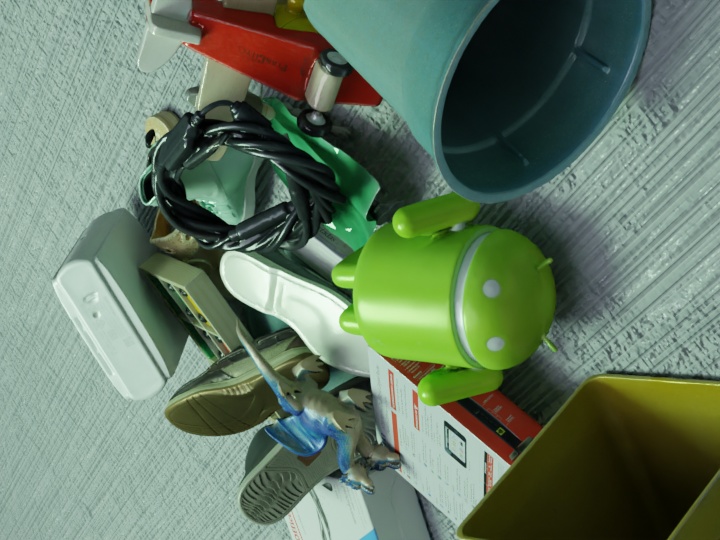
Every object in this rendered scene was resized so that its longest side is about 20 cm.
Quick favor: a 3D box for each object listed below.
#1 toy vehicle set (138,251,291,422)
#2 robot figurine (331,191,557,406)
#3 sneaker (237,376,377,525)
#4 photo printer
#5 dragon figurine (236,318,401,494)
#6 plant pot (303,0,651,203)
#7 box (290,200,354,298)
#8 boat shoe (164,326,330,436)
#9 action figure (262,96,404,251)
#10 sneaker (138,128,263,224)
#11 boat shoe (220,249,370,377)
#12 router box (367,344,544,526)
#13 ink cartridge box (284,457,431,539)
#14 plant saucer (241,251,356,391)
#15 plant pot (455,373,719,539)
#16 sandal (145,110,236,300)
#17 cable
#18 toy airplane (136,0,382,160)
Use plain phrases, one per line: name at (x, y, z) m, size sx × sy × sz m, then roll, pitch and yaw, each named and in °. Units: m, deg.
toy vehicle set at (-0.143, 0.073, 1.652) m, size 0.201 × 0.026 × 0.124 m, roll 56°, pitch 162°, yaw -24°
robot figurine at (0.074, 0.020, 1.318) m, size 0.198 × 0.115 × 0.178 m, roll 5°, pitch 112°, yaw 34°
sneaker at (-0.047, 0.156, 1.580) m, size 0.075 × 0.199 × 0.106 m, roll 49°, pitch -173°, yaw -18°
photo printer at (-0.247, 0.028, 1.698) m, size 0.069 × 0.200 × 0.167 m, roll -27°, pitch 106°, yaw 11°
dragon figurine at (-0.049, 0.132, 1.473) m, size 0.199 × 0.059 × 0.100 m, roll 30°, pitch 142°, yaw 5°
plant pot at (0.069, -0.186, 1.138) m, size 0.196 × 0.199 × 0.202 m, roll 43°, pitch 143°, yaw 35°
box at (0.000, 0.000, 1.478) m, size 0.199 × 0.039 × 0.042 m, roll 37°, pitch 139°, yaw 30°
boat shoe at (-0.108, 0.108, 1.568) m, size 0.198 × 0.065 × 0.073 m, roll -21°, pitch 131°, yaw 29°
action figure at (-0.037, -0.097, 1.442) m, size 0.200 × 0.054 × 0.119 m, roll 46°, pitch 145°, yaw 30°
sneaker at (-0.162, -0.085, 1.526) m, size 0.201 × 0.117 × 0.074 m, roll 111°, pitch 137°, yaw -63°
boat shoe at (-0.040, 0.029, 1.498) m, size 0.199 × 0.062 × 0.073 m, roll 31°, pitch 125°, yaw 21°
router box at (0.089, 0.158, 1.430) m, size 0.179 × 0.049 × 0.201 m, roll 40°, pitch 156°, yaw 26°
ink cartridge box at (-0.025, 0.243, 1.663) m, size 0.199 × 0.066 × 0.117 m, roll 3°, pitch 117°, yaw 51°
plant saucer at (-0.066, 0.058, 1.604) m, size 0.200 × 0.039 × 0.203 m, roll 30°, pitch 135°, yaw 35°
plant pot at (0.232, 0.215, 1.228) m, size 0.199 × 0.200 × 0.177 m, roll 0°, pitch 127°, yaw 51°
sandal at (-0.195, -0.054, 1.654) m, size 0.077 × 0.069 × 0.214 m, roll 2°, pitch 115°, yaw 52°
cable at (-0.102, -0.074, 1.386) m, size 0.162 × 0.051 × 0.200 m, roll 24°, pitch 148°, yaw -15°
toy airplane at (-0.092, -0.205, 1.356) m, size 0.198 × 0.142 × 0.200 m, roll -18°, pitch 116°, yaw 22°
